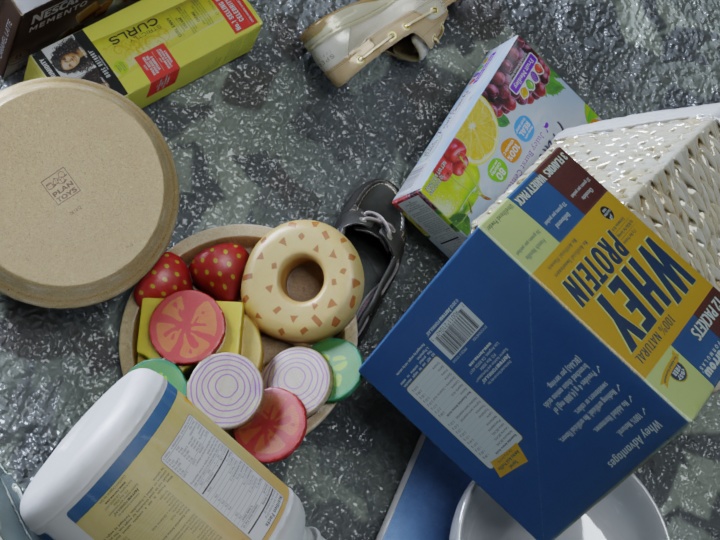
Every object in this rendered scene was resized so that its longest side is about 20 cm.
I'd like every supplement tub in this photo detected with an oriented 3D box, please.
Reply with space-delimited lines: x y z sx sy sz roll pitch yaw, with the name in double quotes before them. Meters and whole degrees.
"supplement tub" -0.132 0.185 1.167 0.200 0.145 0.145 43 60 -11

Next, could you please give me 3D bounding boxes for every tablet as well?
"tablet" 0.079 0.225 1.313 0.130 0.014 0.201 30 61 -7

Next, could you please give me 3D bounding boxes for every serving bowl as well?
"serving bowl" 0.153 0.239 1.290 0.199 0.066 0.201 9 66 -22

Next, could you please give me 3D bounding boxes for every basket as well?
"basket" 0.235 -0.010 1.327 0.161 0.199 0.199 -41 111 -34

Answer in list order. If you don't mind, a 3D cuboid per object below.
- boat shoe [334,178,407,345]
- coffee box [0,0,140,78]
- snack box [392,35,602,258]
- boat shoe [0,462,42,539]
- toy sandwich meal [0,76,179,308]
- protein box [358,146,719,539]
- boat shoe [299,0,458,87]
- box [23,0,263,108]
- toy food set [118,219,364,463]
"boat shoe" 0.000 0.000 1.352 0.067 0.057 0.201 27 62 -8
"coffee box" -0.232 -0.257 1.340 0.200 0.114 0.080 -33 83 -29
"snack box" 0.133 -0.090 1.427 0.142 0.053 0.200 43 60 -18
"boat shoe" -0.274 0.188 1.180 0.201 0.073 0.062 61 19 18
"toy sandwich meal" -0.245 -0.060 1.265 0.204 0.070 0.207 3 79 -12
"protein box" 0.145 0.060 1.205 0.200 0.199 0.135 43 45 5
"boat shoe" 0.038 -0.222 1.457 0.199 0.074 0.069 -27 92 -27
"box" -0.184 -0.186 1.364 0.199 0.050 0.075 -31 81 -29
"toy food set" -0.095 0.054 1.263 0.199 0.049 0.199 2 71 4
